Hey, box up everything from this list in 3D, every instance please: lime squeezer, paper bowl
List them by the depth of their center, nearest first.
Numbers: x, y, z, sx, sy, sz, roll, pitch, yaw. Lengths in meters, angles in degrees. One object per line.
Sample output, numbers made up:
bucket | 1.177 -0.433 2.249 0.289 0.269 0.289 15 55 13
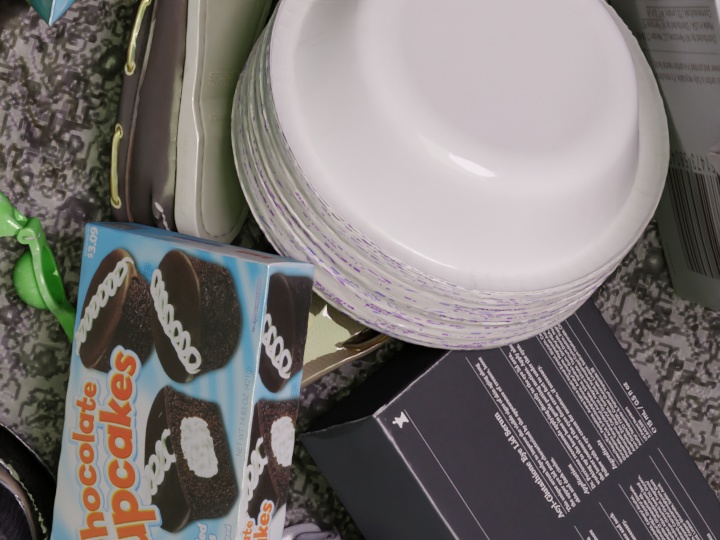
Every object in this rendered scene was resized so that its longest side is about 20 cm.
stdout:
paper bowl | 0.048 -0.073 1.349 0.199 0.104 0.202 10 59 -17
lime squeezer | -0.174 0.004 1.400 0.200 0.038 0.071 36 89 -11

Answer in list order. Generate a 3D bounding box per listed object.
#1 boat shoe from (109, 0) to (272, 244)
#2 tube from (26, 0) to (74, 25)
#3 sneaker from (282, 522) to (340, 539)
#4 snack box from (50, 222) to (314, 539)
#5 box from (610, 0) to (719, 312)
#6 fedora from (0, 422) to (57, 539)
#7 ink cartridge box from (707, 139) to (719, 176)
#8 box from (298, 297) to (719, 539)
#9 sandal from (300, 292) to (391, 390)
boat shoe | -0.082 -0.114 1.386 0.060 0.072 0.203 8 93 29
tube | -0.136 -0.146 1.309 0.050 0.200 0.078 5 93 -10
sneaker | -0.004 0.187 1.422 0.199 0.075 0.115 10 96 -7
snack box | -0.086 0.086 1.348 0.037 0.116 0.201 -2 101 -51
box | 0.231 -0.090 1.370 0.170 0.199 0.201 -13 97 -8
fedora | -0.225 0.158 1.377 0.199 0.092 0.202 -1 95 -9
ink cartridge box | 0.259 -0.071 1.201 0.200 0.146 0.084 -37 100 -4
box | 0.086 0.117 1.404 0.141 0.079 0.201 -39 101 -34
sandal | 0.000 0.000 1.417 0.200 0.054 0.080 -39 99 -3
